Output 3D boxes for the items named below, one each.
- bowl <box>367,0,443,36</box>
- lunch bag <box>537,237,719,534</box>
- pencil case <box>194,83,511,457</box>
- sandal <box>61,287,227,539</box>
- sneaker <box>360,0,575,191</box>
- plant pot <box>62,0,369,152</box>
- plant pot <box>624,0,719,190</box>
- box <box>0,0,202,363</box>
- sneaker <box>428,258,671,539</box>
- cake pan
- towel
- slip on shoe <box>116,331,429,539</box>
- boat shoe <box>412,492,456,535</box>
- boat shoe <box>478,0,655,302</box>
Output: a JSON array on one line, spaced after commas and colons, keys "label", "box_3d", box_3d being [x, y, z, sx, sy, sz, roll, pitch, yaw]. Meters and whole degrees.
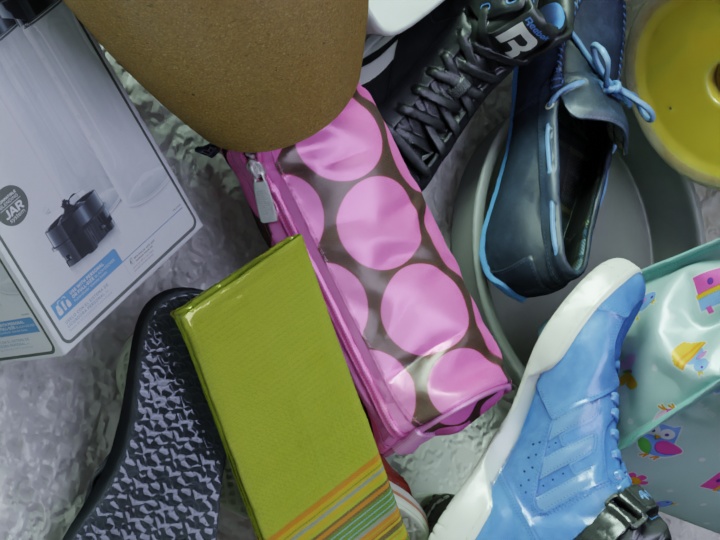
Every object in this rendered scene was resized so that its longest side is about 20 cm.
[{"label": "bowl", "box_3d": [0.002, -0.243, 1.390, 0.200, 0.074, 0.201, -46, 128, -42]}, {"label": "lunch bag", "box_3d": [0.227, 0.056, 1.455, 0.170, 0.199, 0.123, 23, 47, -39]}, {"label": "pencil case", "box_3d": [0.000, 0.000, 1.369, 0.201, 0.090, 0.094, 60, 27, -4]}, {"label": "sandal", "box_3d": [-0.102, 0.108, 1.300, 0.076, 0.043, 0.202, 20, 87, -18]}, {"label": "sneaker", "box_3d": [0.051, -0.110, 1.434, 0.073, 0.111, 0.201, 41, 60, -30]}, {"label": "plant pot", "box_3d": [-0.067, -0.156, 1.249, 0.187, 0.185, 0.201, -58, 145, -30]}, {"label": "plant pot", "box_3d": [0.263, -0.133, 1.563, 0.188, 0.200, 0.202, -26, 102, -44]}, {"label": "box", "box_3d": [-0.174, -0.069, 1.260, 0.117, 0.060, 0.201, -43, 113, -37]}, {"label": "sneaker", "box_3d": [0.126, 0.100, 1.378, 0.201, 0.111, 0.077, -59, 163, -12]}, {"label": "cake pan", "box_3d": [0.127, -0.010, 1.542, 0.199, 0.037, 0.202, 6, 81, -41]}, {"label": "towel", "box_3d": [-0.030, 0.089, 1.307, 0.086, 0.018, 0.201, -35, 117, -34]}, {"label": "slip on shoe", "box_3d": [-0.047, 0.090, 1.363, 0.200, 0.074, 0.061, 36, 19, -23]}, {"label": "boat shoe", "box_3d": [0.109, 0.162, 1.491, 0.201, 0.060, 0.073, 12, 78, -41]}, {"label": "boat shoe", "box_3d": [0.127, -0.076, 1.478, 0.084, 0.068, 0.202, 21, 71, -38]}]
